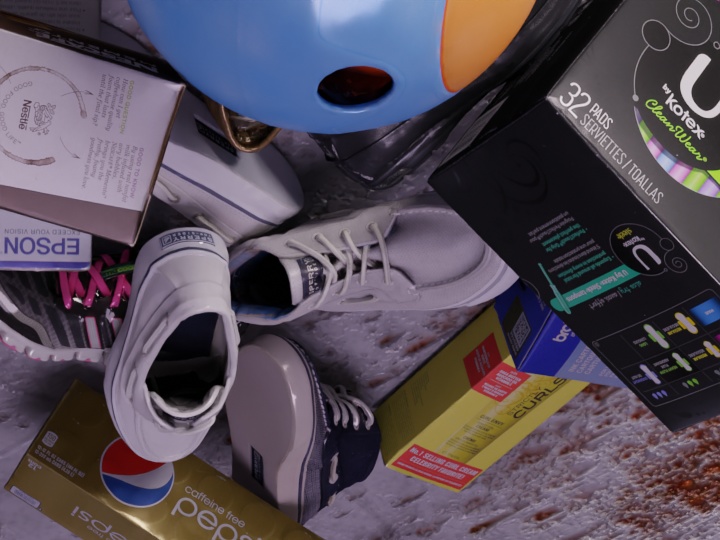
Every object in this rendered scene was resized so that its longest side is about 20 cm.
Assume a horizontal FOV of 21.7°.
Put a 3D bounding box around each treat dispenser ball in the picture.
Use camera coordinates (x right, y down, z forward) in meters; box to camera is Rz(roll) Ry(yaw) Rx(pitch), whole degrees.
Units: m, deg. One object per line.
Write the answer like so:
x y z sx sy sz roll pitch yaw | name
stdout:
-0.013 -0.162 0.834 0.200 0.201 0.201 -6 138 -6 | treat dispenser ball

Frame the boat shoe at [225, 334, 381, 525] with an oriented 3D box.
-0.033 0.093 1.231 0.093 0.075 0.200 -32 153 -27 | boat shoe

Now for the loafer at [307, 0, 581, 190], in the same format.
0.048 -0.126 1.020 0.070 0.068 0.201 36 117 -23 | loafer

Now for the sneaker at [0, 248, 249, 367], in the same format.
-0.145 0.013 1.127 0.200 0.074 0.087 22 129 -38 | sneaker

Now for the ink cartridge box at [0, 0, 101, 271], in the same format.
-0.228 -0.101 0.930 0.199 0.041 0.201 1 102 -12 | ink cartridge box

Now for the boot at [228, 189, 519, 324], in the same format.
0.000 0.000 1.075 0.095 0.074 0.200 -17 -178 -41 | boot

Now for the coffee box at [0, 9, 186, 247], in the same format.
-0.189 -0.084 0.859 0.200 0.114 0.080 16 99 -12 | coffee box

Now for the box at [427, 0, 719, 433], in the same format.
0.168 -0.042 0.999 0.200 0.149 0.124 45 148 -8 | box

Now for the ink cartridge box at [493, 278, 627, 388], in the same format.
0.151 0.000 1.129 0.199 0.137 0.076 9 131 -21 | ink cartridge box

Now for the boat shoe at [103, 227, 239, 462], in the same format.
-0.109 0.062 1.087 0.073 0.065 0.200 -7 142 -12 | boat shoe

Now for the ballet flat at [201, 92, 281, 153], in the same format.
-0.041 -0.139 0.983 0.068 0.072 0.200 5 135 -20 | ballet flat

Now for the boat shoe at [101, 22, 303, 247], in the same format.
-0.120 -0.070 1.049 0.070 0.071 0.200 -34 139 23 | boat shoe

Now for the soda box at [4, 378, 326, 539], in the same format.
-0.125 0.160 1.222 0.200 0.068 0.064 34 143 -6 | soda box

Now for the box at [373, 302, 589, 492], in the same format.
0.099 0.068 1.256 0.075 0.050 0.200 24 127 -34 | box
